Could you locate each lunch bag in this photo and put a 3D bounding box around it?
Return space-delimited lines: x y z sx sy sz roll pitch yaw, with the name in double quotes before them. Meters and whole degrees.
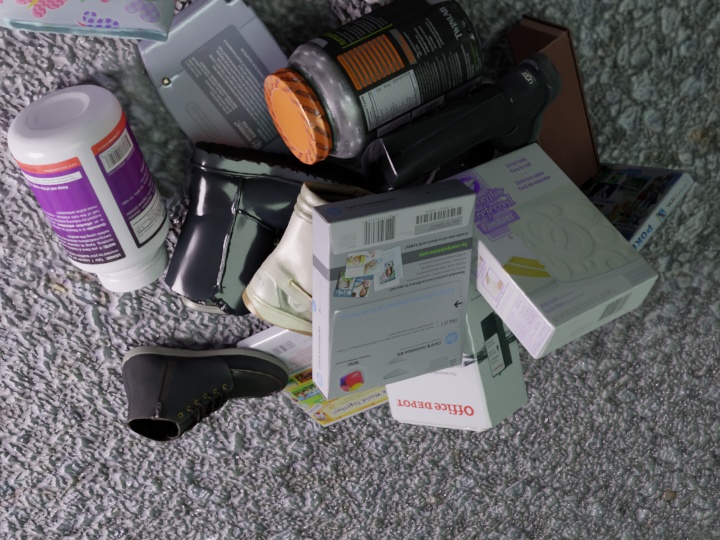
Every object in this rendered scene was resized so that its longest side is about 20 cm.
"lunch bag" -0.255 -0.299 0.904 0.200 0.127 0.170 -4 128 -31

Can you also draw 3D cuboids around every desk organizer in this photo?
"desk organizer" 0.204 -0.176 1.196 0.077 0.072 0.200 -38 131 -17

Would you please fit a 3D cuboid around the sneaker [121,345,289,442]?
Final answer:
"sneaker" -0.180 0.153 1.253 0.200 0.106 0.075 4 136 -16

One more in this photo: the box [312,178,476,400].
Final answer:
"box" 0.031 0.020 1.035 0.156 0.041 0.200 -13 123 -22

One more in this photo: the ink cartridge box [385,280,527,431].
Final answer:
"ink cartridge box" 0.091 0.067 1.181 0.083 0.147 0.200 -24 107 -43

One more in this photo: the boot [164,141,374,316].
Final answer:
"boot" -0.094 -0.036 1.111 0.200 0.076 0.168 9 109 -10

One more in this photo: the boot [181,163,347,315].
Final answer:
"boot" -0.103 -0.037 1.188 0.203 0.073 0.154 -9 123 -19

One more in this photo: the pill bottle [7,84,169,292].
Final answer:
"pill bottle" -0.262 -0.077 1.065 0.112 0.112 0.200 -22 129 -6

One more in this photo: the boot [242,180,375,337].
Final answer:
"boot" 0.000 0.000 1.077 0.200 0.072 0.155 18 114 -26

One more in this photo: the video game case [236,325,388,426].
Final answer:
"video game case" -0.019 0.108 1.303 0.200 0.023 0.182 -26 129 26

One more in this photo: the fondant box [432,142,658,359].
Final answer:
"fondant box" 0.177 -0.025 1.076 0.144 0.200 0.058 -23 150 -28

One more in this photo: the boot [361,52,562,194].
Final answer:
"boot" 0.094 -0.127 1.076 0.200 0.066 0.165 -33 165 -17

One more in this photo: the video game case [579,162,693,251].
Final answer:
"video game case" 0.256 -0.048 1.211 0.022 0.200 0.182 44 80 -23

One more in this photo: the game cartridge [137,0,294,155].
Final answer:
"game cartridge" -0.130 -0.186 1.091 0.133 0.040 0.200 -37 129 1

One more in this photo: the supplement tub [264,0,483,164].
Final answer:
"supplement tub" 0.012 -0.191 1.063 0.200 0.123 0.123 -29 131 -18

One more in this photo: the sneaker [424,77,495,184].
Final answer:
"sneaker" 0.131 -0.107 1.203 0.073 0.112 0.200 6 121 -26

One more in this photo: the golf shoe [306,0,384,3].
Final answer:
"golf shoe" 0.032 -0.310 1.053 0.200 0.073 0.092 -6 146 -13
